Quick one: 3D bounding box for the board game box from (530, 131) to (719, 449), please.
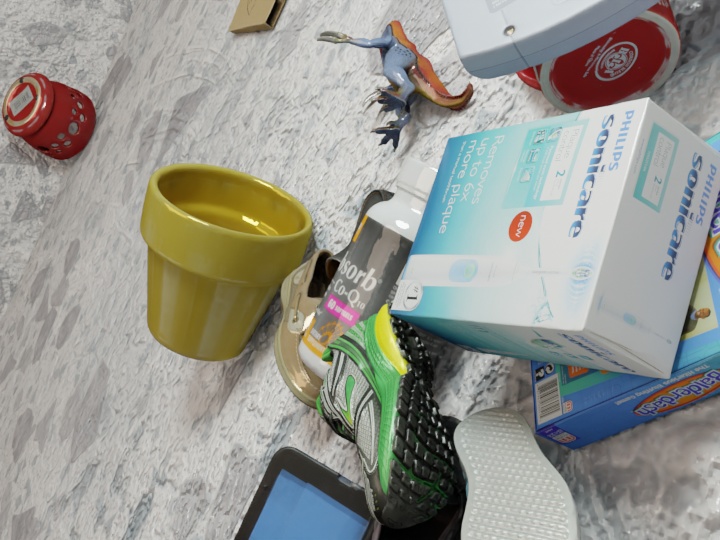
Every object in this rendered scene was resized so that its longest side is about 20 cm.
[{"bbox_3d":[0.197,0.014,0.588,0.200,0.045,0.154,-35,40,43],"label":"board game box"}]

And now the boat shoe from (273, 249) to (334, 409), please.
[{"bbox_3d":[-0.046,0.055,0.924,0.065,0.071,0.201,-48,33,29],"label":"boat shoe"}]

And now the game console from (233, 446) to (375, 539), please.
[{"bbox_3d":[-0.047,0.272,0.709,0.202,0.117,0.171,-66,12,1],"label":"game console"}]

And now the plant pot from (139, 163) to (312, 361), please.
[{"bbox_3d":[-0.177,-0.004,1.078,0.201,0.199,0.191,-120,45,-55],"label":"plant pot"}]

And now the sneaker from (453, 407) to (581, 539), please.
[{"bbox_3d":[0.106,0.168,0.566,0.073,0.083,0.200,-18,19,11],"label":"sneaker"}]

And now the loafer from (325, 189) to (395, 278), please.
[{"bbox_3d":[0.000,0.000,0.889,0.073,0.072,0.202,-28,45,48],"label":"loafer"}]

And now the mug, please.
[{"bbox_3d":[0.187,-0.224,0.738,0.132,0.178,0.202,-12,54,10],"label":"mug"}]

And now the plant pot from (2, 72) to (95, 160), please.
[{"bbox_3d":[-0.852,-0.421,2.406,0.198,0.182,0.203,-6,76,25],"label":"plant pot"}]

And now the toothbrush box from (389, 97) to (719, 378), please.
[{"bbox_3d":[0.125,-0.018,0.598,0.199,0.085,0.148,3,71,59],"label":"toothbrush box"}]

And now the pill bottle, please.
[{"bbox_3d":[0.037,0.012,0.777,0.202,0.116,0.116,-63,30,4],"label":"pill bottle"}]

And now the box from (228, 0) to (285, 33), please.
[{"bbox_3d":[-0.167,-0.505,1.584,0.200,0.021,0.165,22,88,60],"label":"box"}]

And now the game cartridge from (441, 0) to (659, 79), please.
[{"bbox_3d":[0.152,-0.223,0.632,0.199,0.040,0.135,-26,51,22],"label":"game cartridge"}]

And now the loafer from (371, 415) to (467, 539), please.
[{"bbox_3d":[0.046,0.174,0.631,0.201,0.071,0.064,-61,-23,-46],"label":"loafer"}]

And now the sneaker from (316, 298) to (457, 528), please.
[{"bbox_3d":[0.014,0.110,0.641,0.085,0.078,0.201,-31,27,14],"label":"sneaker"}]

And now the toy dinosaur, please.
[{"bbox_3d":[0.052,-0.224,1.008,0.198,0.106,0.183,3,50,19],"label":"toy dinosaur"}]
